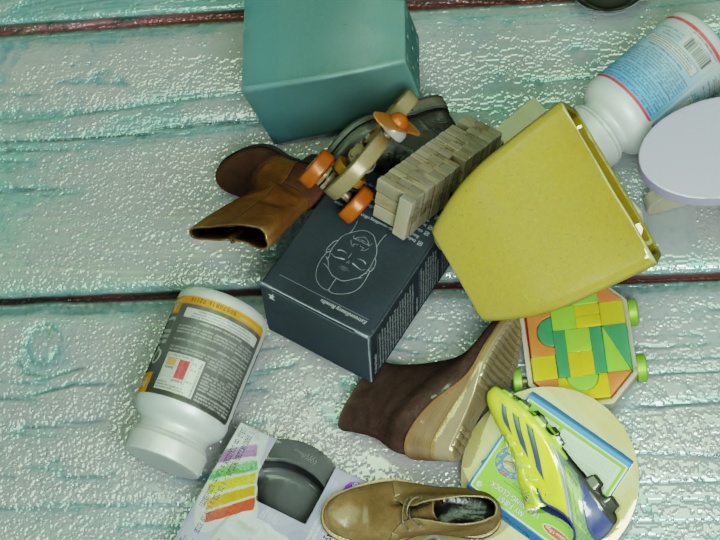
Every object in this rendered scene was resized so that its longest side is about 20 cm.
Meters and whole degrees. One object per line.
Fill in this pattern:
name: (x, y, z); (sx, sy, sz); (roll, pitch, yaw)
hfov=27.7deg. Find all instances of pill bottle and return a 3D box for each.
pill bottle: (0.342, -0.212, 1.759); (0.199, 0.109, 0.109); (-39, 67, -9)
pill bottle: (-0.192, 0.130, 1.689); (0.115, 0.117, 0.202); (16, 70, 15)

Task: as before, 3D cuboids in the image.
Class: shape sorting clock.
shape sorting clock: (0.209, 0.230, 1.619); (0.198, 0.039, 0.202); (-3, 76, 10)

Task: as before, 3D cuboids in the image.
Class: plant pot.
plant pot: (-0.030, -0.260, 1.808); (0.198, 0.142, 0.143); (-5, 66, 12)
plant pot: (0.195, -0.045, 1.603); (0.199, 0.194, 0.197); (-32, 86, 13)

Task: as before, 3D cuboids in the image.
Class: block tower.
block tower: (0.090, -0.113, 1.685); (0.057, 0.054, 0.200); (29, 44, 22)

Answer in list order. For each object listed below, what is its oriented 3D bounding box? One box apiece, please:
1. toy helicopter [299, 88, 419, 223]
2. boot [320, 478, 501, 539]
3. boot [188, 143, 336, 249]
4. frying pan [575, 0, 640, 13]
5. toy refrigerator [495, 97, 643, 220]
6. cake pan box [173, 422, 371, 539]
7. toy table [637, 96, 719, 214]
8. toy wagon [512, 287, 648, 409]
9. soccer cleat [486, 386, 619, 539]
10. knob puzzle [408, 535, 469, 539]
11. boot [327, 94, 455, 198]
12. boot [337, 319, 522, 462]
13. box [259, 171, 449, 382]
toy helicopter: (0.022, -0.155, 1.674); (0.079, 0.132, 0.200); (41, 44, -6)
boot: (0.053, 0.257, 1.571); (0.197, 0.076, 0.074); (-2, 75, 4)
boot: (-0.138, -0.076, 1.731); (0.187, 0.069, 0.200); (12, 33, 27)
frying pan: (0.308, -0.407, 1.890); (0.114, 0.031, 0.191); (-20, 62, 0)
toy refrigerator: (0.247, -0.104, 1.751); (0.076, 0.070, 0.200); (-40, 66, -1)
cake pan box: (-0.098, 0.290, 1.636); (0.183, 0.052, 0.201); (24, 69, 18)
toy table: (0.421, -0.120, 1.704); (0.198, 0.117, 0.186); (-3, 66, 7)
toy wagon: (0.247, 0.066, 1.692); (0.153, 0.040, 0.202); (-7, 67, 5)
soccer cleat: (0.192, 0.213, 1.573); (0.084, 0.065, 0.201); (-42, 72, 6)
knob puzzle: (0.072, 0.380, 1.576); (0.217, 0.031, 0.222); (-11, 54, 15)
boot: (0.069, -0.115, 1.776); (0.198, 0.069, 0.175); (-25, 65, -10)
boot: (0.079, 0.119, 1.666); (0.165, 0.073, 0.201); (14, 61, 37)
box: (0.000, 0.000, 1.704); (0.147, 0.107, 0.201); (27, 62, 18)
